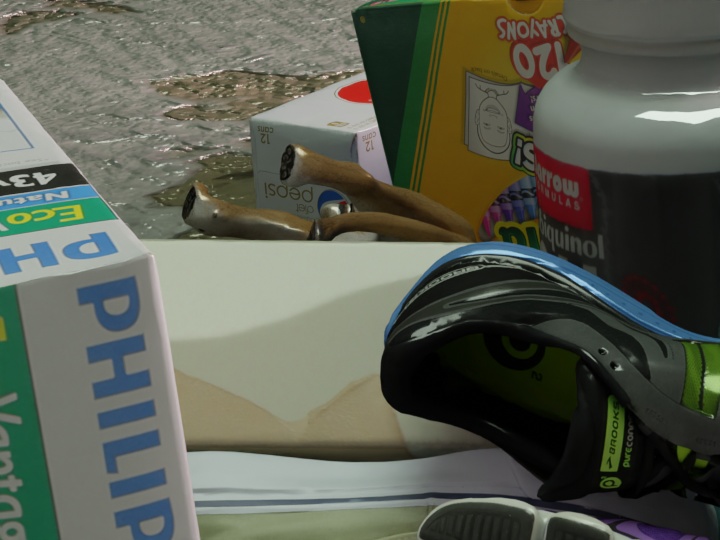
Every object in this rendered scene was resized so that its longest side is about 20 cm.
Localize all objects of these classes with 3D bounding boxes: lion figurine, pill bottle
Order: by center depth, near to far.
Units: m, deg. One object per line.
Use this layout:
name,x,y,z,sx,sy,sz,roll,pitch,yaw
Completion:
pill bottle,0.118,-0.018,0.966,0.110,0.201,0.111,-4,19,1
lion figurine,0.000,0.000,1.031,0.122,0.073,0.200,14,-3,-19

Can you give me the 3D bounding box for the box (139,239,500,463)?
box,-0.045,0.042,0.934,0.199,0.078,0.095,0,-26,0

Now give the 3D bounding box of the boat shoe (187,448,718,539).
boat shoe,0.016,0.099,0.877,0.199,0.072,0.062,0,59,8

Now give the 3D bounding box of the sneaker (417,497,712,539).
sneaker,0.111,0.115,0.808,0.199,0.081,0.083,13,12,17

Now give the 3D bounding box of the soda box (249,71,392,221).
soda box,0.033,-0.067,1.332,0.068,0.064,0.200,10,23,36

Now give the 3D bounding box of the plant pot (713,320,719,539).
plant pot,0.204,0.012,0.865,0.141,0.201,0.141,15,27,42

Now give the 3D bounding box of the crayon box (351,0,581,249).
crayon box,0.096,-0.063,1.091,0.199,0.119,0.058,0,20,45

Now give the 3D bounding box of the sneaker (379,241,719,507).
sneaker,0.096,0.050,0.815,0.199,0.071,0.083,17,32,21

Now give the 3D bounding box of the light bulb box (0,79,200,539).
light bulb box,-0.125,0.069,0.764,0.124,0.199,0.200,-13,20,-15
